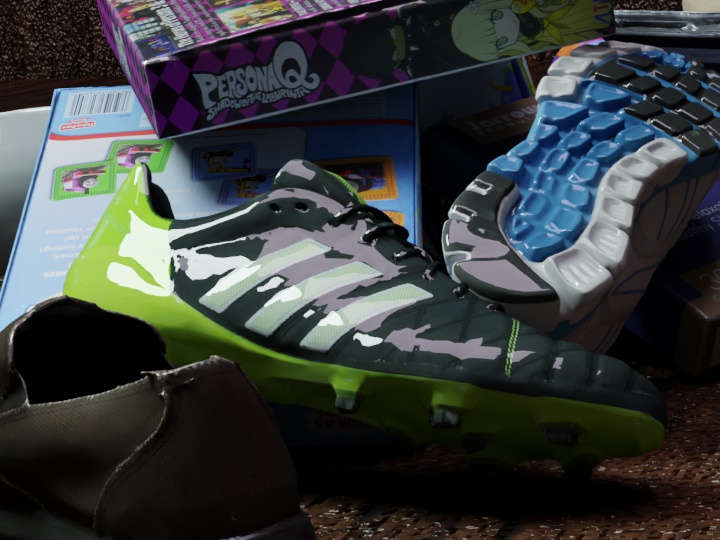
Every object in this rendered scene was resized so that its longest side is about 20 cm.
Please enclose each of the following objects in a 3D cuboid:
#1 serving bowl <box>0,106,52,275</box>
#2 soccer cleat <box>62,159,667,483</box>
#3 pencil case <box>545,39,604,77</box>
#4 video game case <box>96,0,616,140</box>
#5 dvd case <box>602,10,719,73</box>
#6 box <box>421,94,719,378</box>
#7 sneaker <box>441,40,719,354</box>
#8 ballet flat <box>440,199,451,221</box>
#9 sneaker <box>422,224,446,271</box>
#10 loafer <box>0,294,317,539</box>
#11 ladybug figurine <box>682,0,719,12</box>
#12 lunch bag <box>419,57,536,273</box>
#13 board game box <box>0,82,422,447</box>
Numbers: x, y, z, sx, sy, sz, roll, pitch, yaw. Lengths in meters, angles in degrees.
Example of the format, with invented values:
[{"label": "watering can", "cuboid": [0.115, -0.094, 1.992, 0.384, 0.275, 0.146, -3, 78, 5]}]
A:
[{"label": "serving bowl", "cuboid": [-0.108, -0.024, 0.959, 0.198, 0.066, 0.200, 0, -9, 0]}, {"label": "soccer cleat", "cuboid": [0.001, 0.011, 0.628, 0.199, 0.082, 0.068, 11, -20, 19]}, {"label": "pencil case", "cuboid": [0.144, -0.069, 1.055, 0.088, 0.089, 0.200, -3, 20, 0]}, {"label": "video game case", "cuboid": [-0.012, -0.111, 0.835, 0.180, 0.036, 0.200, -14, 20, -9]}, {"label": "dvd case", "cuboid": [0.212, -0.052, 0.879, 0.199, 0.016, 0.148, 34, -9, -27]}, {"label": "box", "cuboid": [0.112, -0.033, 0.840, 0.121, 0.033, 0.200, -19, 38, -33]}, {"label": "sneaker", "cuboid": [0.079, -0.014, 0.736, 0.075, 0.087, 0.200, 26, 40, 19]}, {"label": "ballet flat", "cuboid": [0.134, -0.010, 0.911, 0.198, 0.068, 0.062, 5, -7, 5]}, {"label": "sneaker", "cuboid": [0.000, 0.000, 0.858, 0.090, 0.067, 0.200, 3, 14, 21]}, {"label": "loafer", "cuboid": [-0.081, 0.041, 0.586, 0.073, 0.072, 0.199, -11, 12, -40]}, {"label": "ladybug figurine", "cuboid": [0.228, -0.100, 0.965, 0.135, 0.072, 0.200, -8, 26, -20]}, {"label": "lunch bag", "cuboid": [0.050, -0.084, 1.029, 0.082, 0.162, 0.200, -18, 10, 5]}, {"label": "board game box", "cuboid": [-0.051, -0.009, 0.754, 0.150, 0.037, 0.201, -3, 34, 3]}]
